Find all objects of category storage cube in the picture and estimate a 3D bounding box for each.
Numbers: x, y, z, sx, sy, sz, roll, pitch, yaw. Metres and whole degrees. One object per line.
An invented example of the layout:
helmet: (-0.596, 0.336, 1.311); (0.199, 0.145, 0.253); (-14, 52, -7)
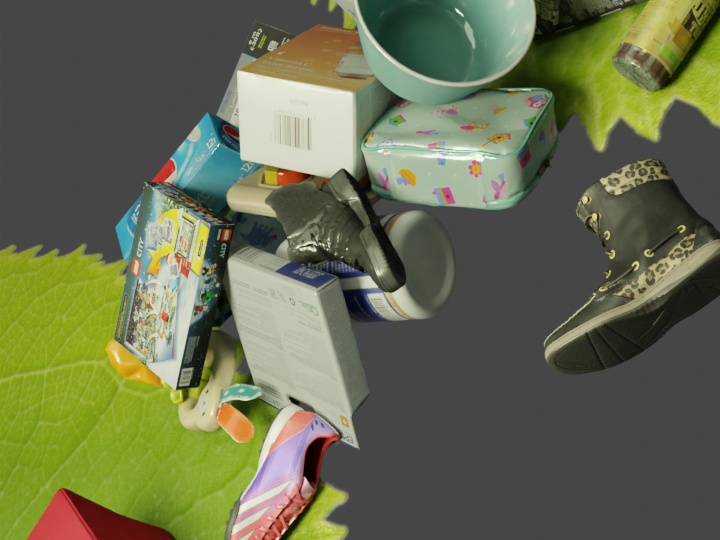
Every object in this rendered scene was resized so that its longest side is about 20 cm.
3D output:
storage cube: (-0.286, 0.380, 1.307); (0.179, 0.170, 0.202); (32, 89, 50)

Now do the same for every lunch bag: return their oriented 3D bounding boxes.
lunch bag: (-0.180, -0.055, 1.524); (0.202, 0.126, 0.171); (-60, 40, 23)
lunch bag: (0.114, -0.137, 1.263); (0.197, 0.078, 0.161); (6, 36, 28)

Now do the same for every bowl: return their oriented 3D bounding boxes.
bowl: (0.078, -0.258, 1.248); (0.105, 0.197, 0.204); (118, 164, -65)

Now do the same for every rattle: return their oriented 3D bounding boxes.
rattle: (-0.209, 0.128, 1.390); (0.131, 0.142, 0.200); (-48, 25, 6)

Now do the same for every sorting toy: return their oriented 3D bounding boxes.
sorting toy: (-0.033, -0.120, 1.365); (0.182, 0.037, 0.200); (9, 34, 29)

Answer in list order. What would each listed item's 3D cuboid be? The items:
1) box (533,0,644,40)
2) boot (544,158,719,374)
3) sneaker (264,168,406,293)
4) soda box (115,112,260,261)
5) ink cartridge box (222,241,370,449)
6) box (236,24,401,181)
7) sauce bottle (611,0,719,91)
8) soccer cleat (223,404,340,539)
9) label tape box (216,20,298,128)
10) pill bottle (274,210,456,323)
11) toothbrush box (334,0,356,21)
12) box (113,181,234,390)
box: (0.204, -0.351, 1.270); (0.159, 0.200, 0.050); (-16, 45, 37)
boot: (0.243, -0.006, 1.111); (0.199, 0.073, 0.152); (-36, 46, 17)
sneaker: (-0.029, -0.030, 1.216); (0.104, 0.060, 0.201); (-35, 50, 12)
soda box: (-0.212, -0.091, 1.428); (0.200, 0.067, 0.065); (-47, 45, 21)
ink cartridge box: (-0.071, 0.080, 1.310); (0.043, 0.203, 0.195); (-32, 32, -30)
box: (-0.029, -0.198, 1.352); (0.150, 0.108, 0.200); (13, 31, 22)
sauce bottle: (0.337, -0.282, 1.201); (0.202, 0.064, 0.065); (-56, 41, 2)
soccer cleat: (-0.089, 0.251, 1.282); (0.072, 0.068, 0.203); (18, 81, 29)
label tape box: (-0.136, -0.262, 1.629); (0.199, 0.063, 0.146); (31, 100, 49)
pill bottle: (0.000, 0.000, 1.311); (0.198, 0.115, 0.118); (-5, 62, 41)
toothbrush box: (0.055, -0.335, 1.447); (0.087, 0.145, 0.199); (-55, 42, 0)
box: (-0.218, 0.016, 1.354); (0.136, 0.037, 0.203); (31, 114, 41)
